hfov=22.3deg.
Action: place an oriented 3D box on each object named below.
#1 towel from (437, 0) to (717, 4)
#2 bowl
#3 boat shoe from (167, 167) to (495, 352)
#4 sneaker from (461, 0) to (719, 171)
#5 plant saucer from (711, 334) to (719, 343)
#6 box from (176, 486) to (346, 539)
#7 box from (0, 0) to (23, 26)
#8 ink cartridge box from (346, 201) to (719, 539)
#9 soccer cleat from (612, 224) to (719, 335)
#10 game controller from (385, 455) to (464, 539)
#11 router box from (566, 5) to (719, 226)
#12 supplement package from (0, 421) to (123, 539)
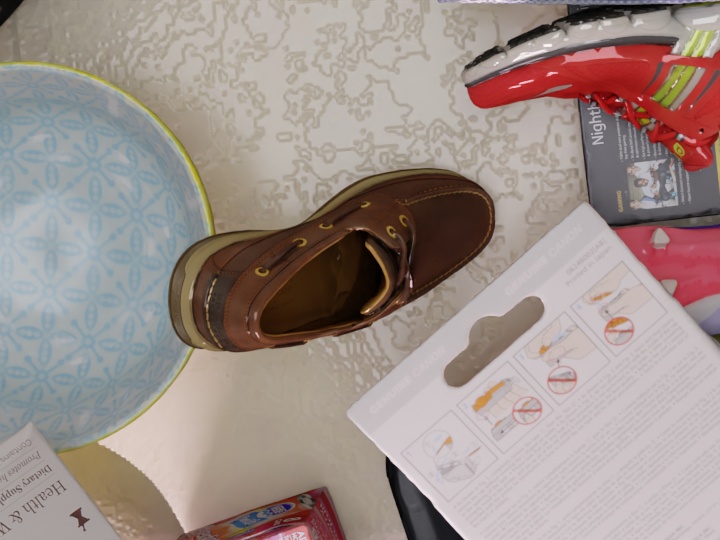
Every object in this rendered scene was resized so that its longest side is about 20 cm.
[{"bbox_3d":[0.111,-0.228,0.881,0.144,0.024,0.202,2,83,12],"label":"towel"},{"bbox_3d":[-0.165,-0.009,0.974,0.198,0.108,0.202,0,95,6],"label":"bowl"},{"bbox_3d":[0.000,0.000,0.931,0.199,0.067,0.073,-20,113,-36],"label":"boat shoe"},{"bbox_3d":[0.150,-0.090,0.904,0.198,0.077,0.086,-5,100,7],"label":"sneaker"},{"bbox_3d":[0.231,0.128,0.989,0.198,0.031,0.202,1,95,6],"label":"plant saucer"},{"bbox_3d":[-0.033,0.231,0.986,0.095,0.100,0.201,-19,92,7],"label":"box"},{"bbox_3d":[-0.238,-0.179,0.967,0.122,0.106,0.200,44,97,-2],"label":"box"},{"bbox_3d":[0.111,0.079,0.925,0.160,0.047,0.200,-41,110,8],"label":"ink cartridge box"},{"bbox_3d":[0.200,0.007,0.971,0.198,0.077,0.067,-1,73,-12],"label":"soccer cleat"},{"bbox_3d":[0.087,0.168,1.006,0.104,0.042,0.201,-19,93,-7],"label":"game controller"},{"bbox_3d":[0.187,-0.130,0.959,0.156,0.052,0.202,-6,94,6],"label":"router box"},{"bbox_3d":[-0.187,0.223,0.881,0.191,0.147,0.200,-36,85,-36],"label":"supplement package"}]
